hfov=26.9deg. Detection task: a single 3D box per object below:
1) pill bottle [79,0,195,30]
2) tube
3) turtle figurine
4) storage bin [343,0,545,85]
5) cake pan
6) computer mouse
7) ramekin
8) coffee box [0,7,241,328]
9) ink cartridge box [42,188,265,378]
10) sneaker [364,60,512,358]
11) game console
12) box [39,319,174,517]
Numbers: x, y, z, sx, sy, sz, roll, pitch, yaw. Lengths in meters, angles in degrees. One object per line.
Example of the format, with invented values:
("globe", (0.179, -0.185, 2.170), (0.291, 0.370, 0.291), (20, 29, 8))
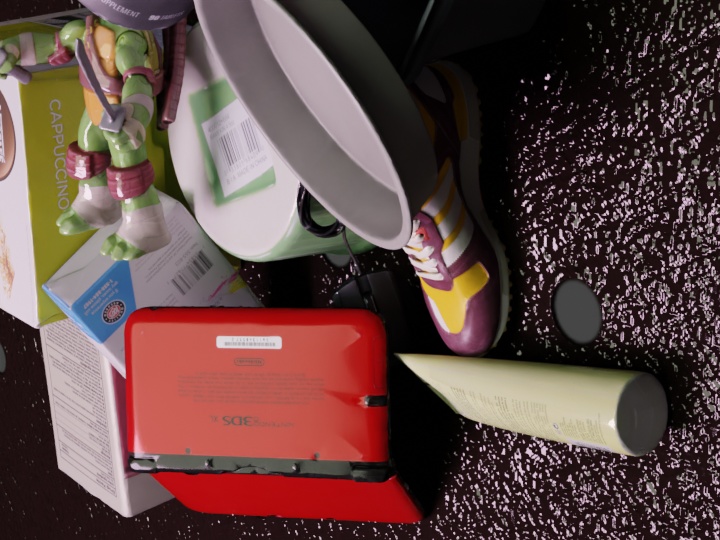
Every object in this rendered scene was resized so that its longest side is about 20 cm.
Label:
("pill bottle", (-0.100, -0.233, 0.876), (0.200, 0.105, 0.107), (-36, 73, 51))
("tube", (0.107, 0.082, 0.977), (0.199, 0.052, 0.059), (2, 105, 51))
("turtle figurine", (-0.201, -0.103, 1.027), (0.142, 0.200, 0.196), (4, 118, 14))
("storage bin", (0.031, -0.222, 0.908), (0.200, 0.133, 0.146), (51, 137, 27))
("cake pan", (-0.024, -0.103, 0.881), (0.200, 0.037, 0.201), (48, 166, 16))
("computer mouse", (0.000, 0.000, 1.033), (0.034, 0.058, 0.201), (-109, -2, -50))
("ramekin", (-0.056, -0.102, 1.087), (0.199, 0.097, 0.202), (20, 117, 47))
("coffee box", (-0.232, -0.094, 1.231), (0.197, 0.199, 0.202), (22, 119, 46))
("ink cartridge box", (-0.136, 0.048, 1.167), (0.068, 0.115, 0.201), (26, 157, 55))
("sneaker", (0.039, -0.035, 0.995), (0.075, 0.089, 0.202), (-6, 97, 52))
("game console", (-0.060, 0.108, 1.103), (0.198, 0.119, 0.175), (0, 94, 17))
("box", (-0.202, 0.090, 1.318), (0.127, 0.108, 0.202), (22, 123, 47))
